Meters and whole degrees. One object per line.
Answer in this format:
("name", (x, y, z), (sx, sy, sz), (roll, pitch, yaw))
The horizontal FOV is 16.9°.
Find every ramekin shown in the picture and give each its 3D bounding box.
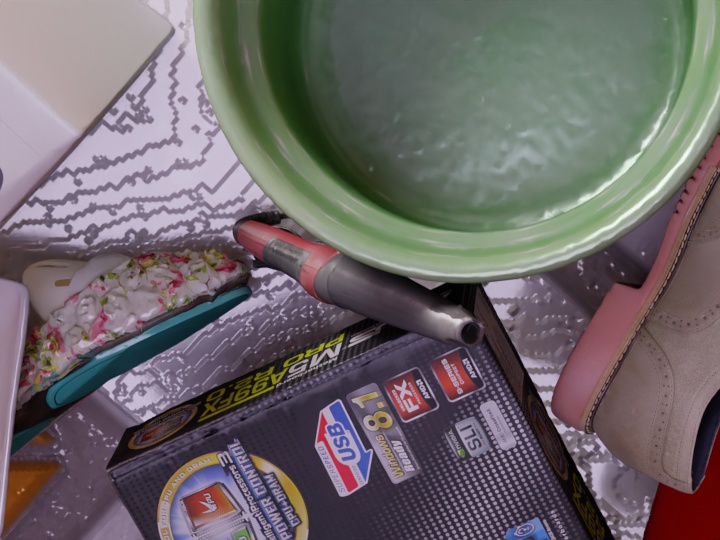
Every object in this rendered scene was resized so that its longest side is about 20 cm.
("ramekin", (0.045, -0.092, 0.892), (0.199, 0.098, 0.202), (-1, 86, 9))

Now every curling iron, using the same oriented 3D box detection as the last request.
("curling iron", (0.000, 0.000, 0.927), (0.049, 0.200, 0.026), (-4, 100, -21))

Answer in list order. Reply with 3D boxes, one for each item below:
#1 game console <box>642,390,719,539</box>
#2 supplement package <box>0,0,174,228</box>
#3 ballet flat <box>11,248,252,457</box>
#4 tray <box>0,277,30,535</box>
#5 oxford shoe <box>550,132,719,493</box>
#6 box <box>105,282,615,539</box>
("game console", (0.232, 0.057, 0.967), (0.172, 0.118, 0.201), (20, 96, 34))
("supplement package", (-0.192, -0.105, 0.926), (0.200, 0.156, 0.111), (43, 110, -7))
("ballet flat", (-0.138, 0.035, 1.018), (0.199, 0.076, 0.064), (-34, 83, 15))
("tray", (-0.218, 0.045, 1.016), (0.199, 0.022, 0.108), (9, 92, 30))
("oxford shoe", (0.154, -0.007, 0.921), (0.074, 0.071, 0.201), (37, 110, 20))
("box", (0.017, 0.122, 0.955), (0.159, 0.044, 0.201), (-24, 106, 13))
